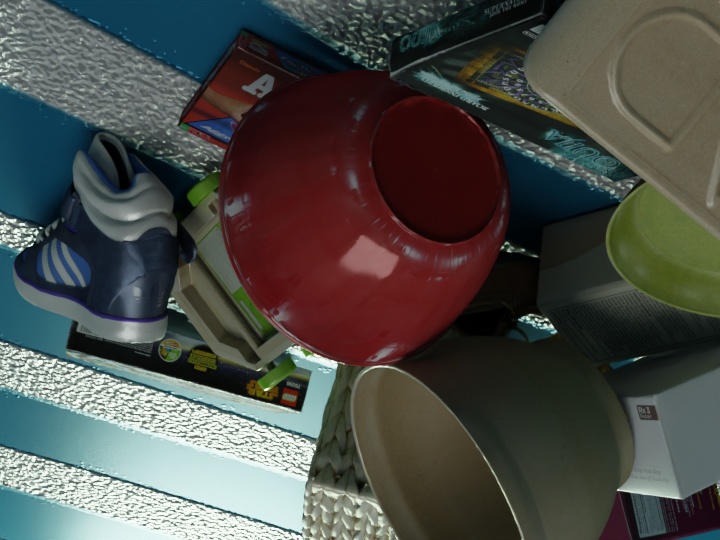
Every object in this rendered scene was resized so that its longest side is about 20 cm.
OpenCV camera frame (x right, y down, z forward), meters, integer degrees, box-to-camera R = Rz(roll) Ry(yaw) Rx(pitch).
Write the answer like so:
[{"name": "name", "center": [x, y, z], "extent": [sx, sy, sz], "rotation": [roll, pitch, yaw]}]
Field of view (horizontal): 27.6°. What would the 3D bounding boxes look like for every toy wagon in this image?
[{"name": "toy wagon", "center": [-0.076, -0.001, 1.109], "extent": [0.155, 0.040, 0.200], "rotation": [53, 138, 1]}]

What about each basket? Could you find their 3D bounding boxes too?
[{"name": "basket", "center": [0.032, 0.138, 1.205], "extent": [0.123, 0.201, 0.136], "rotation": [13, 144, 6]}]

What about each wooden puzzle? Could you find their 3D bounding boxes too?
[{"name": "wooden puzzle", "center": [0.212, -0.121, 0.785], "extent": [0.200, 0.046, 0.186], "rotation": [36, 101, -17]}]

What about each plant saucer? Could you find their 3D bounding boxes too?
[{"name": "plant saucer", "center": [0.254, -0.031, 0.917], "extent": [0.199, 0.031, 0.200], "rotation": [4, 149, 2]}]

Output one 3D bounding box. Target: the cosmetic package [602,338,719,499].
[{"name": "cosmetic package", "center": [0.265, 0.092, 1.071], "extent": [0.199, 0.082, 0.113], "rotation": [-20, -174, -23]}]

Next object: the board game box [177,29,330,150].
[{"name": "board game box", "center": [-0.020, -0.093, 1.051], "extent": [0.199, 0.020, 0.103], "rotation": [24, 140, -19]}]

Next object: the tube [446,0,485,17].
[{"name": "tube", "center": [0.126, -0.152, 0.868], "extent": [0.077, 0.051, 0.199], "rotation": [34, 153, -30]}]

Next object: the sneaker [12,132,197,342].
[{"name": "sneaker", "center": [-0.204, -0.039, 1.133], "extent": [0.080, 0.147, 0.200], "rotation": [-6, -162, -37]}]

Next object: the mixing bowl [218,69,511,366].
[{"name": "mixing bowl", "center": [0.022, -0.048, 0.933], "extent": [0.199, 0.201, 0.108], "rotation": [27, 153, -22]}]

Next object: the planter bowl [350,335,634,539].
[{"name": "planter bowl", "center": [0.103, 0.128, 1.024], "extent": [0.134, 0.201, 0.201], "rotation": [-26, 154, -26]}]

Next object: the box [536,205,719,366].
[{"name": "box", "center": [0.237, -0.002, 1.064], "extent": [0.199, 0.078, 0.095], "rotation": [-15, 137, 29]}]

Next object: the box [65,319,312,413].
[{"name": "box", "center": [-0.150, 0.079, 1.245], "extent": [0.199, 0.040, 0.137], "rotation": [16, 172, -9]}]

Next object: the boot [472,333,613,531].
[{"name": "boot", "center": [0.128, 0.147, 1.172], "extent": [0.201, 0.144, 0.071], "rotation": [-45, 118, 0]}]

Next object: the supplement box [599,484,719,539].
[{"name": "supplement box", "center": [0.219, 0.197, 1.257], "extent": [0.110, 0.086, 0.200], "rotation": [-20, 166, 33]}]

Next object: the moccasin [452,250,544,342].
[{"name": "moccasin", "center": [0.090, 0.023, 1.089], "extent": [0.073, 0.078, 0.201], "rotation": [-1, 174, 35]}]

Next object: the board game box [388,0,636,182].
[{"name": "board game box", "center": [0.134, -0.108, 0.876], "extent": [0.199, 0.028, 0.135], "rotation": [20, 160, -34]}]
